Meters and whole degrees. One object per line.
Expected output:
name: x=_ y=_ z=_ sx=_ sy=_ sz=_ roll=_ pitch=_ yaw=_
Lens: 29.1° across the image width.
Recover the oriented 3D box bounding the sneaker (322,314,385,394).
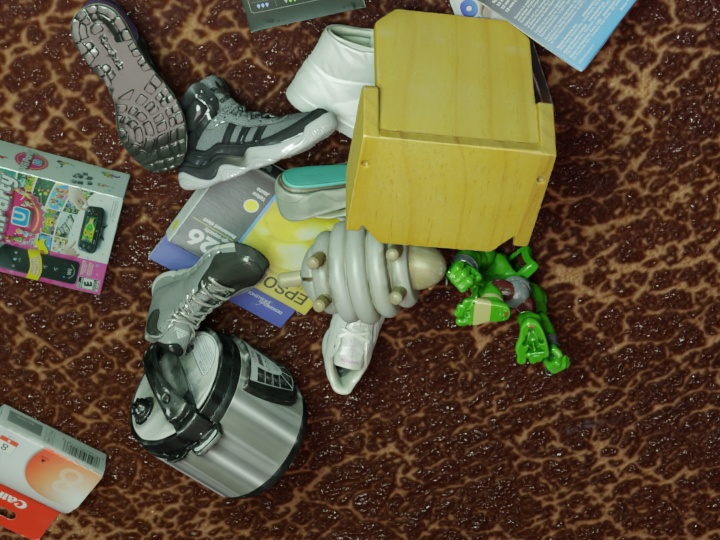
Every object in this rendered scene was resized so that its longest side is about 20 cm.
sneaker: x=0.002 y=0.063 z=1.691 sx=0.075 sy=0.100 sz=0.200 roll=10 pitch=123 yaw=-7

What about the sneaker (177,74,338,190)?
sneaker: x=-0.128 y=-0.166 z=1.518 sx=0.200 sy=0.075 sz=0.114 roll=-18 pitch=96 yaw=23

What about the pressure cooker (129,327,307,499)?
pressure cooker: x=-0.185 y=0.170 z=1.701 sx=0.176 sy=0.179 sz=0.200 roll=-10 pitch=142 yaw=45

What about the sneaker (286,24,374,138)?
sneaker: x=0.031 y=-0.195 z=1.529 sx=0.200 sy=0.074 sz=0.116 roll=23 pitch=124 yaw=-14

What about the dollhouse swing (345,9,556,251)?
dollhouse swing: x=0.088 y=-0.149 z=1.478 sx=0.200 sy=0.176 sz=0.182 roll=4 pitch=133 yaw=-9

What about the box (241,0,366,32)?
box: x=-0.074 y=-0.363 z=1.366 sx=0.124 sy=0.149 sz=0.200 roll=-12 pitch=124 yaw=6

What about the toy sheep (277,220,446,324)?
toy sheep: x=0.000 y=0.000 z=1.581 sx=0.200 sy=0.138 sz=0.138 roll=-1 pitch=125 yaw=12

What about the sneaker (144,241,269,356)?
sneaker: x=-0.187 y=0.046 z=1.628 sx=0.075 sy=0.116 sz=0.200 roll=35 pitch=143 yaw=-27

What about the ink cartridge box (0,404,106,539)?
ink cartridge box: x=-0.462 y=0.288 z=1.872 sx=0.162 sy=0.050 sz=0.200 roll=31 pitch=116 yaw=-20

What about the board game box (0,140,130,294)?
board game box: x=-0.385 y=-0.065 z=1.621 sx=0.200 sy=0.064 sz=0.148 roll=14 pitch=123 yaw=-9

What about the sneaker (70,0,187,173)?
sneaker: x=-0.240 y=-0.207 z=1.505 sx=0.076 sy=0.088 sz=0.200 roll=-20 pitch=113 yaw=7

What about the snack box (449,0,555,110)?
snack box: x=0.152 y=-0.251 z=1.521 sx=0.072 sy=0.024 sz=0.200 roll=-18 pitch=123 yaw=10

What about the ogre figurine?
ogre figurine: x=0.175 y=0.032 z=1.659 sx=0.200 sy=0.120 sz=0.098 roll=23 pitch=126 yaw=-14

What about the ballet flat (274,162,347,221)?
ballet flat: x=0.000 y=-0.095 z=1.591 sx=0.200 sy=0.067 sz=0.064 roll=-9 pitch=129 yaw=-11

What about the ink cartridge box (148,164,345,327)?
ink cartridge box: x=-0.122 y=-0.029 z=1.660 sx=0.197 sy=0.047 sz=0.200 roll=29 pitch=117 yaw=-20

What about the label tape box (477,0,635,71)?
label tape box: x=0.191 y=-0.321 z=1.431 sx=0.200 sy=0.066 sz=0.143 roll=30 pitch=109 yaw=-21
